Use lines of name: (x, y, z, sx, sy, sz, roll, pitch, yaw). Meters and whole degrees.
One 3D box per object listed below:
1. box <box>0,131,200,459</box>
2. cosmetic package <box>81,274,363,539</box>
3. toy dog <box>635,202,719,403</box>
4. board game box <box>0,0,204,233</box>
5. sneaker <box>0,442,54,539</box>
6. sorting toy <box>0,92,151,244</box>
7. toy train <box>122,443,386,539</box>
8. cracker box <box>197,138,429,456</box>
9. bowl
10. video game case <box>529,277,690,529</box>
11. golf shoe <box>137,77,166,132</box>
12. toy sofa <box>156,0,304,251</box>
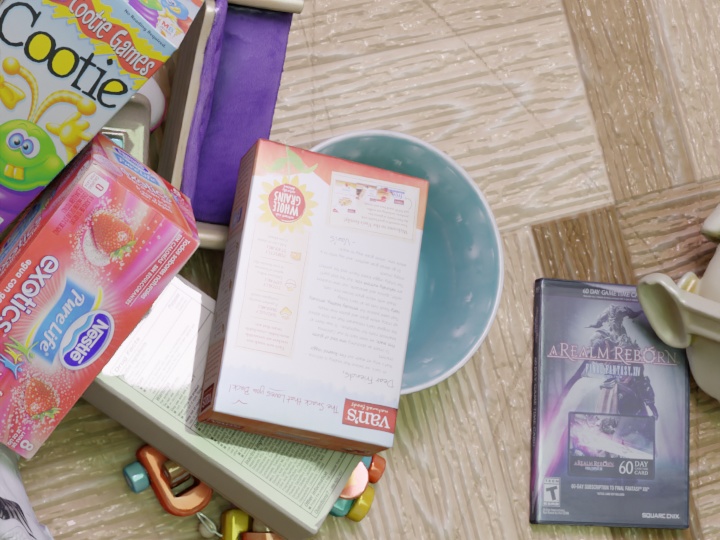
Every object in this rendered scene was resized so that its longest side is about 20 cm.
box: (-0.209, 0.015, 1.232, 0.094, 0.103, 0.201, 36, 99, -19)
cosmetic package: (-0.096, 0.100, 1.293, 0.199, 0.073, 0.104, 36, 68, -5)
toy dog: (0.354, 0.008, 1.472, 0.200, 0.139, 0.195, -49, 130, -25)
board game box: (-0.213, -0.136, 1.191, 0.105, 0.103, 0.200, 41, 115, -14)
sneaker: (-0.254, 0.176, 1.269, 0.074, 0.116, 0.201, -23, 130, 12)
sorting toy: (-0.248, -0.037, 1.301, 0.183, 0.036, 0.203, 4, 95, -19)
toy train: (-0.072, 0.152, 1.351, 0.198, 0.056, 0.152, -23, 91, -20)
cracker box: (-0.033, 0.021, 1.263, 0.133, 0.058, 0.202, 13, 73, -15)
bowl: (0.000, 0.000, 1.369, 0.199, 0.105, 0.203, 3, 82, -20)
video game case: (0.210, 0.112, 1.475, 0.141, 0.019, 0.203, 5, 82, -19)
golf shoe: (-0.227, -0.167, 1.319, 0.199, 0.091, 0.076, 33, 73, -16)
toy sofa: (-0.101, -0.114, 1.315, 0.082, 0.098, 0.202, 6, 107, -19)
